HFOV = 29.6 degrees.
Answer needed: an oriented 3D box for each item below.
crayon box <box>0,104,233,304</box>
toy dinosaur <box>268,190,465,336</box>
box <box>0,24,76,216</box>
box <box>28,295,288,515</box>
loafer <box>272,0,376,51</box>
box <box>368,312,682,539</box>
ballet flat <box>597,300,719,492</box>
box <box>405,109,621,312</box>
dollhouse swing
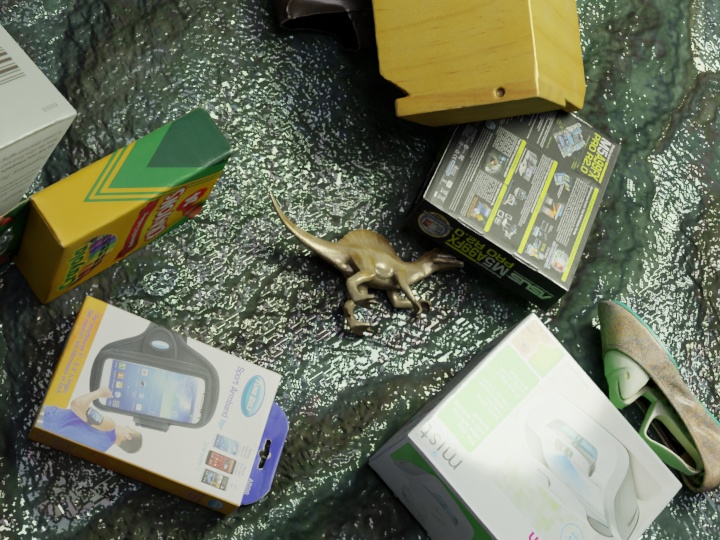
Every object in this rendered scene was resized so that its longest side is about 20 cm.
[{"bbox_3d":[-0.206,-0.045,1.102,0.199,0.127,0.051,-33,83,-28],"label":"crayon box"},{"bbox_3d":[0.000,0.000,1.214,0.198,0.058,0.102,14,49,-24],"label":"toy dinosaur"},{"bbox_3d":[-0.366,-0.108,1.010,0.199,0.171,0.200,48,40,3],"label":"box"},{"bbox_3d":[-0.153,0.114,1.106,0.198,0.042,0.120,22,63,-9],"label":"box"},{"bbox_3d":[0.006,-0.237,1.301,0.198,0.073,0.072,9,71,-9],"label":"loafer"},{"bbox_3d":[0.139,0.174,1.164,0.176,0.097,0.200,-39,87,-32],"label":"box"},{"bbox_3d":[0.271,0.119,1.255,0.067,0.068,0.201,-36,83,-22],"label":"ballet flat"},{"bbox_3d":[0.148,-0.083,1.286,0.159,0.044,0.201,32,53,-7],"label":"box"},{"bbox_3d":[0.113,-0.235,1.274,0.180,0.176,0.202,-7,84,9],"label":"dollhouse swing"}]
